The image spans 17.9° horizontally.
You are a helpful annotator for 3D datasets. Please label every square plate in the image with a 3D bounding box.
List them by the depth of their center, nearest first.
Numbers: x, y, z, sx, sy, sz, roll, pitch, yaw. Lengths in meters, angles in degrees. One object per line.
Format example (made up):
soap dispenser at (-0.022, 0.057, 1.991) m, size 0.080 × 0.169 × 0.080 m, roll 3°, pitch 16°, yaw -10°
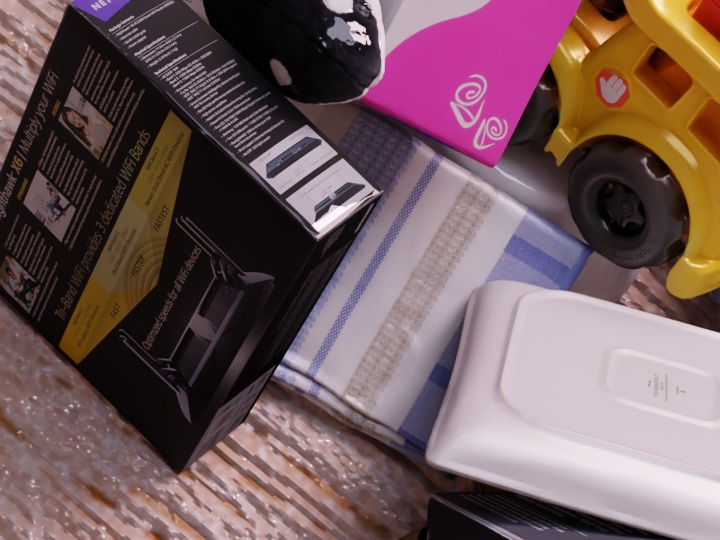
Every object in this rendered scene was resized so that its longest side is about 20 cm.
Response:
square plate at (0.138, 0.064, 1.063) m, size 0.197 × 0.029 × 0.200 m, roll 15°, pitch 24°, yaw 3°

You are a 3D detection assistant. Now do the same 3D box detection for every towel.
towel at (0.000, 0.000, 1.171) m, size 0.200 × 0.024 × 0.147 m, roll 30°, pitch 87°, yaw -1°

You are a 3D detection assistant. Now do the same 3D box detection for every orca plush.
orca plush at (-0.045, -0.149, 1.062) m, size 0.071 × 0.105 × 0.200 m, roll 42°, pitch 25°, yaw -35°

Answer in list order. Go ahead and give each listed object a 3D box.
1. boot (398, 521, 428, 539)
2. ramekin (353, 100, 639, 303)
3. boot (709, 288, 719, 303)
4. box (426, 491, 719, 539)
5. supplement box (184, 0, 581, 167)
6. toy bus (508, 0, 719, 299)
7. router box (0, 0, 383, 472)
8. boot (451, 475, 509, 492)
boot at (0.105, 0.161, 1.115) m, size 0.199 × 0.076 × 0.074 m, roll 11°, pitch 49°, yaw -19°
ramekin at (0.089, -0.075, 1.274) m, size 0.200 × 0.098 × 0.201 m, roll 13°, pitch 51°, yaw -16°
boot at (0.264, -0.013, 1.324) m, size 0.198 × 0.073 × 0.163 m, roll 5°, pitch 65°, yaw -50°
box at (0.133, 0.183, 1.044) m, size 0.199 × 0.107 × 0.149 m, roll 3°, pitch 96°, yaw -24°
supplement box at (0.003, -0.141, 1.156) m, size 0.101 × 0.104 × 0.200 m, roll 25°, pitch 4°, yaw -37°
toy bus at (0.164, -0.119, 1.150) m, size 0.200 × 0.192 × 0.136 m, roll 46°, pitch 51°, yaw 13°
router box at (-0.094, -0.020, 1.075) m, size 0.157 × 0.200 × 0.052 m, roll 44°, pitch 48°, yaw 10°
boot at (0.154, 0.104, 1.157) m, size 0.199 × 0.097 × 0.075 m, roll 1°, pitch 62°, yaw -33°
